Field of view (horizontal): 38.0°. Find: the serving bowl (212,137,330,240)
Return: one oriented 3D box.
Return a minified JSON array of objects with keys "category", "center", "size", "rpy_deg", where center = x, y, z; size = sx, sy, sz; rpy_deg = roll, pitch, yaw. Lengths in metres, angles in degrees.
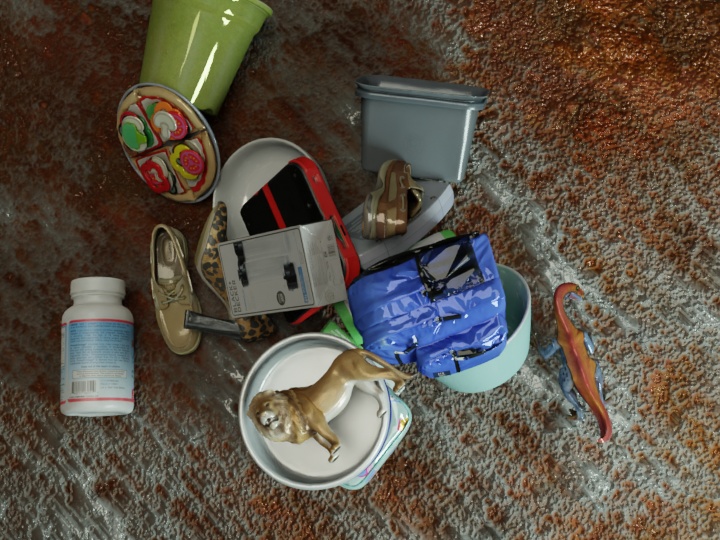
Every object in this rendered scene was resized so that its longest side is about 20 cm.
[{"category":"serving bowl","center":[-0.127,-0.100,1.602],"size":[0.198,0.066,0.203],"rpy_deg":[1,93,24]}]

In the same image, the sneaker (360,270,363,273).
[{"category":"sneaker","center":[0.000,0.000,1.579],"size":[0.198,0.079,0.076],"rpy_deg":[-15,60,1]}]

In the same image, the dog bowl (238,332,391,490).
[{"category":"dog bowl","center":[-0.058,0.186,1.384],"size":[0.197,0.079,0.203],"rpy_deg":[-1,81,7]}]

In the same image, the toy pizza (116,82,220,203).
[{"category":"toy pizza","center":[-0.300,-0.189,1.601],"size":[0.199,0.201,0.032],"rpy_deg":[33,44,12]}]

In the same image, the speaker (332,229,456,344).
[{"category":"speaker","center":[0.061,0.023,1.496],"size":[0.199,0.088,0.089],"rpy_deg":[-31,78,-1]}]

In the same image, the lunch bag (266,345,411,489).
[{"category":"lunch bag","center":[-0.041,0.200,1.459],"size":[0.199,0.077,0.161],"rpy_deg":[37,87,10]}]

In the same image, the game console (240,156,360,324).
[{"category":"game console","center":[-0.089,-0.044,1.509],"size":[0.031,0.177,0.202],"rpy_deg":[-14,74,-42]}]

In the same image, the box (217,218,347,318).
[{"category":"box","center":[-0.114,0.001,1.481],"size":[0.199,0.060,0.118],"rpy_deg":[-7,95,48]}]

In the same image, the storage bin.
[{"category":"storage bin","center":[0.088,-0.216,1.588],"size":[0.197,0.146,0.136],"rpy_deg":[9,108,8]}]

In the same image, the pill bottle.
[{"category":"pill bottle","center":[-0.398,0.116,1.584],"size":[0.107,0.109,0.203],"rpy_deg":[-3,79,6]}]

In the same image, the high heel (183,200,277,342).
[{"category":"high heel","center":[-0.181,0.005,1.584],"size":[0.141,0.071,0.202],"rpy_deg":[11,94,-14]}]

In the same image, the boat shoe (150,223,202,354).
[{"category":"boat shoe","center":[-0.290,0.028,1.610],"size":[0.071,0.065,0.203],"rpy_deg":[-10,79,5]}]

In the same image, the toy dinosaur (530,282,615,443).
[{"category":"toy dinosaur","center":[0.318,0.114,1.489],"size":[0.104,0.200,0.183],"rpy_deg":[-18,109,-13]}]

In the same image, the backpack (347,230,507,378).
[{"category":"backpack","center":[0.088,0.054,1.363],"size":[0.198,0.163,0.170],"rpy_deg":[-16,71,3]}]

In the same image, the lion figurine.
[{"category":"lion figurine","center":[-0.037,0.156,1.320],"size":[0.199,0.073,0.123],"rpy_deg":[-39,71,-15]}]

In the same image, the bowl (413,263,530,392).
[{"category":"bowl","center":[0.164,0.096,1.502],"size":[0.199,0.105,0.202],"rpy_deg":[-19,38,16]}]

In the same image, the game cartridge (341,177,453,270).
[{"category":"game cartridge","center":[0.040,-0.070,1.533],"size":[0.199,0.133,0.041],"rpy_deg":[-38,119,-28]}]

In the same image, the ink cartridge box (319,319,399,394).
[{"category":"ink cartridge box","center":[-0.051,0.199,1.542],"size":[0.146,0.083,0.200],"rpy_deg":[41,86,11]}]

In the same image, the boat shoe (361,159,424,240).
[{"category":"boat shoe","center":[0.054,-0.097,1.471],"size":[0.071,0.201,0.076],"rpy_deg":[6,122,11]}]

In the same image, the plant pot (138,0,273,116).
[{"category":"plant pot","center":[-0.257,-0.347,1.627],"size":[0.198,0.200,0.186],"rpy_deg":[18,94,9]}]
